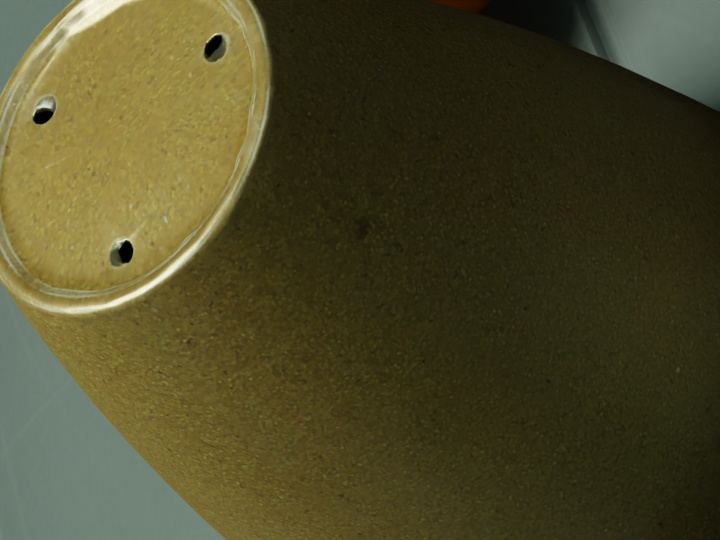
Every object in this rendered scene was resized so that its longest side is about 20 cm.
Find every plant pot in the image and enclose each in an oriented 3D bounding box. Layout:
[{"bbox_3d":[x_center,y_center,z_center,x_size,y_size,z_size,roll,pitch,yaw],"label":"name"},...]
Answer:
[{"bbox_3d":[0.000,0.000,0.730,0.186,0.200,0.186,-18,59,32],"label":"plant pot"}]

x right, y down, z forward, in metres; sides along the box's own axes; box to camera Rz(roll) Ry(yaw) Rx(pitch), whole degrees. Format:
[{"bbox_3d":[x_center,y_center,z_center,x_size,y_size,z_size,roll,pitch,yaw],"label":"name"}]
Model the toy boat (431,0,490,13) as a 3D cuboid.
[{"bbox_3d":[-0.017,-0.103,0.926,0.200,0.131,0.131,-118,26,-63],"label":"toy boat"}]
